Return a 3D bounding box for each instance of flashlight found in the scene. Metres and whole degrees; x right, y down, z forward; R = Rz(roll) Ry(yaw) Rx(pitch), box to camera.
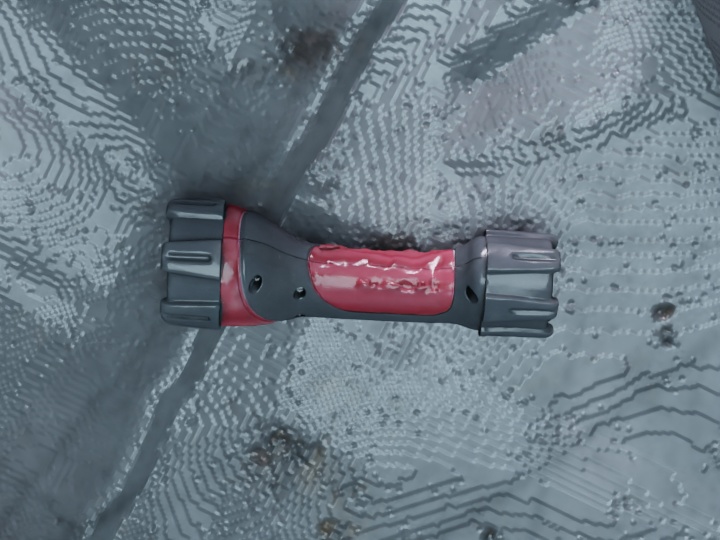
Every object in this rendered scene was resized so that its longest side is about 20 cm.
[{"bbox_3d":[0.000,0.000,1.166,0.198,0.068,0.069,2,111,0],"label":"flashlight"}]

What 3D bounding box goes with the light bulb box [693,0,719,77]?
[{"bbox_3d":[0.267,-0.126,1.102,0.197,0.125,0.201,-21,104,5],"label":"light bulb box"}]
